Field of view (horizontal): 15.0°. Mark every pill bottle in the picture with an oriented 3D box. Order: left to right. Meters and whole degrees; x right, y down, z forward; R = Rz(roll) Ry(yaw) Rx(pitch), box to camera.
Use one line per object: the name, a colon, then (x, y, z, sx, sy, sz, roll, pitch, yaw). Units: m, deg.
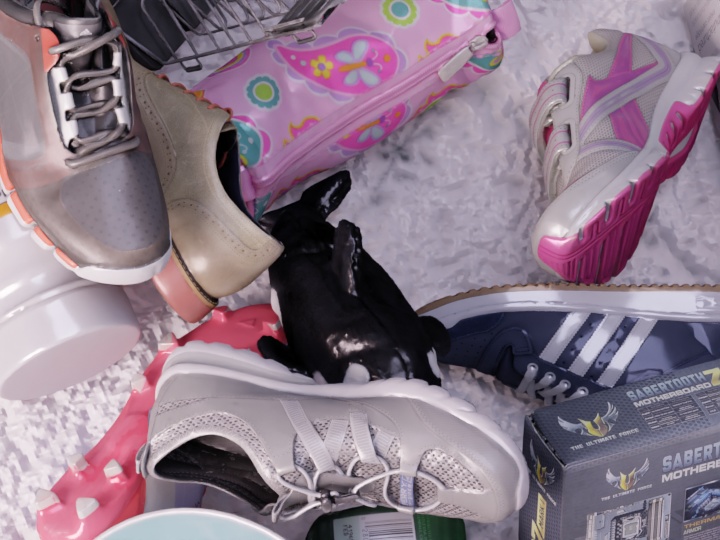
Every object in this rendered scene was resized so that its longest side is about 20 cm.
pill bottle: (-0.190, -0.039, 1.434, 0.111, 0.111, 0.201, -20, 74, -19)

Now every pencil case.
pencil case: (-0.010, -0.105, 1.515, 0.200, 0.087, 0.088, -32, 78, -22)

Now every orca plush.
orca plush: (0.000, 0.000, 1.433, 0.105, 0.071, 0.200, 6, 35, -10)

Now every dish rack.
dish rack: (-0.044, -0.177, 1.486, 0.055, 0.200, 0.154, 49, 62, -23)

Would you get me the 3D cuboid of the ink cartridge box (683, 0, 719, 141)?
ink cartridge box: (0.263, -0.097, 1.537, 0.082, 0.147, 0.201, -7, 69, -16)

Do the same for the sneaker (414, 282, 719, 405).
sneaker: (0.125, 0.066, 1.484, 0.199, 0.070, 0.109, -1, 77, -5)

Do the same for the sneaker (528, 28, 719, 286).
sneaker: (0.130, -0.066, 1.526, 0.088, 0.082, 0.200, 24, 40, 11)

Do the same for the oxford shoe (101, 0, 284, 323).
oxford shoe: (-0.101, -0.074, 1.438, 0.075, 0.070, 0.201, -29, 75, 10)

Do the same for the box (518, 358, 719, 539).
box: (0.180, 0.122, 1.425, 0.199, 0.158, 0.051, -15, 40, -18)

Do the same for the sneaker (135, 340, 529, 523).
sneaker: (-0.016, 0.099, 1.340, 0.199, 0.075, 0.082, 10, 46, 19)

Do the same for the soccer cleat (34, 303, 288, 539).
soccer cleat: (-0.095, 0.094, 1.435, 0.066, 0.077, 0.200, 10, 43, 36)

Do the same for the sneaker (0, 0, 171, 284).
sneaker: (-0.146, -0.089, 1.361, 0.077, 0.082, 0.201, -17, 72, -26)

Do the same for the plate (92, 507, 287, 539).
plate: (-0.075, 0.215, 1.345, 0.199, 0.026, 0.201, 2, 94, 25)

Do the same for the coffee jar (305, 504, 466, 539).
coffee jar: (0.020, 0.224, 1.376, 0.085, 0.104, 0.201, -3, 69, -5)
